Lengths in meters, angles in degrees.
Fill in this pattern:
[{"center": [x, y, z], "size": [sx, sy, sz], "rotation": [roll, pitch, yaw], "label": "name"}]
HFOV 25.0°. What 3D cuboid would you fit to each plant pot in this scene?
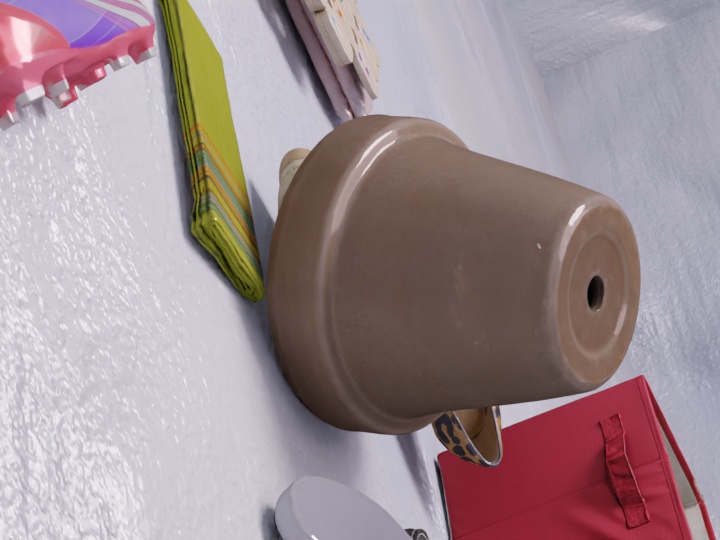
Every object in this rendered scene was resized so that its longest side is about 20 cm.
[{"center": [0.070, 0.008, 0.982], "size": [0.199, 0.173, 0.203], "rotation": [-9, 101, -53], "label": "plant pot"}]

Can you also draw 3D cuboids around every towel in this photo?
[{"center": [-0.035, -0.234, 1.434], "size": [0.200, 0.032, 0.192], "rotation": [-81, 146, -66], "label": "towel"}, {"center": [-0.092, -0.080, 0.986], "size": [0.086, 0.018, 0.202], "rotation": [61, 13, -52], "label": "towel"}]

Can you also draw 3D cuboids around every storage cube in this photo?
[{"center": [0.178, 0.220, 1.251], "size": [0.201, 0.178, 0.172], "rotation": [56, 18, -41], "label": "storage cube"}]

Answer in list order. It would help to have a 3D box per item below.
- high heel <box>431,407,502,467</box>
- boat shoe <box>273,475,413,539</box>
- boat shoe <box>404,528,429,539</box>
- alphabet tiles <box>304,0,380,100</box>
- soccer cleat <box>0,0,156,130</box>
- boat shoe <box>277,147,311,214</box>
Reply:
[{"center": [0.065, 0.043, 1.166], "size": [0.143, 0.071, 0.201], "rotation": [55, -19, 40], "label": "high heel"}, {"center": [0.019, 0.191, 0.889], "size": [0.200, 0.066, 0.072], "rotation": [39, 28, -23], "label": "boat shoe"}, {"center": [0.064, 0.248, 0.983], "size": [0.072, 0.065, 0.203], "rotation": [44, 28, -60], "label": "boat shoe"}, {"center": [-0.030, -0.245, 1.366], "size": [0.201, 0.014, 0.197], "rotation": [-86, 152, -64], "label": "alphabet tiles"}, {"center": [-0.143, -0.111, 0.715], "size": [0.077, 0.066, 0.200], "rotation": [62, 16, -8], "label": "soccer cleat"}, {"center": [0.000, 0.000, 1.104], "size": [0.065, 0.071, 0.201], "rotation": [-109, 175, -50], "label": "boat shoe"}]
